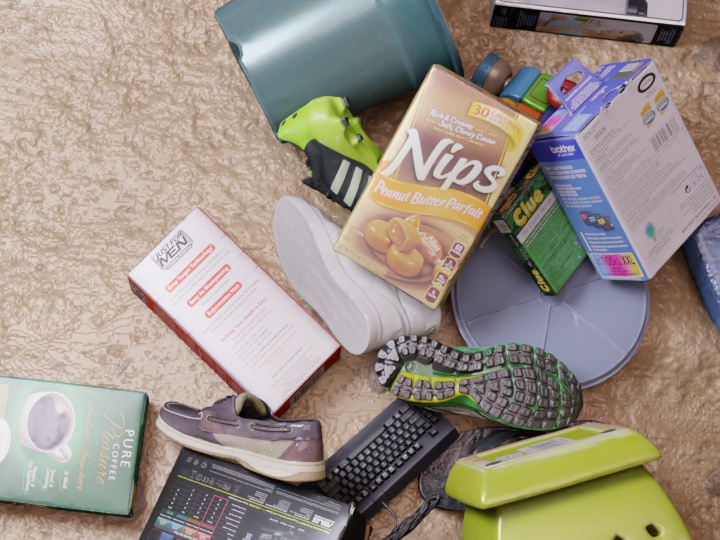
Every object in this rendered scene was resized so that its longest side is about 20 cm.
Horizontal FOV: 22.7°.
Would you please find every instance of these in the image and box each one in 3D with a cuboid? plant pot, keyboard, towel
[{"bbox_3d":[-0.027,-0.234,1.778,0.195,0.200,0.201,-28,77,-1],"label":"plant pot"},{"bbox_3d":[0.187,0.242,1.622,0.198,0.200,0.183,-15,89,-8],"label":"plant pot"},{"bbox_3d":[0.013,0.212,1.714,0.200,0.021,0.127,-42,57,-11],"label":"keyboard"},{"bbox_3d":[0.400,0.033,1.783,0.111,0.049,0.201,-21,77,-8],"label":"towel"}]

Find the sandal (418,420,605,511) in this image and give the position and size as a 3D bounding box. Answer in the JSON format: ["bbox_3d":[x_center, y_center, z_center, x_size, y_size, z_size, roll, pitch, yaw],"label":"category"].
[{"bbox_3d":[0.152,0.180,1.734,0.199,0.048,0.076,-12,75,-5],"label":"sandal"}]

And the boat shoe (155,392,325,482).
[{"bbox_3d":[-0.109,0.146,1.684,0.199,0.072,0.065,14,96,40],"label":"boat shoe"}]

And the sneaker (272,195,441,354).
[{"bbox_3d":[0.000,0.000,1.775,0.115,0.074,0.200,-8,50,-35],"label":"sneaker"}]

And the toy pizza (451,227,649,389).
[{"bbox_3d":[0.188,0.027,1.782,0.199,0.032,0.201,2,69,-4],"label":"toy pizza"}]

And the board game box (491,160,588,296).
[{"bbox_3d":[0.213,-0.081,1.766,0.200,0.023,0.105,-50,119,-27],"label":"board game box"}]

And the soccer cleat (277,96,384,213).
[{"bbox_3d":[-0.006,-0.089,1.761,0.081,0.200,0.068,-20,37,24],"label":"soccer cleat"}]

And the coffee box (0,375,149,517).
[{"bbox_3d":[-0.308,0.167,1.724,0.199,0.044,0.124,5,75,0],"label":"coffee box"}]

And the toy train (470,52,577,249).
[{"bbox_3d":[0.128,-0.125,1.794,0.115,0.085,0.200,31,66,18],"label":"toy train"}]

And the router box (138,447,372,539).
[{"bbox_3d":[-0.107,0.266,1.654,0.199,0.062,0.150,16,68,27],"label":"router box"}]

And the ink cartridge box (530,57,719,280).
[{"bbox_3d":[0.250,-0.110,1.733,0.136,0.076,0.201,-43,116,-30],"label":"ink cartridge box"}]

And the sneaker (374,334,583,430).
[{"bbox_3d":[0.115,0.105,1.715,0.199,0.085,0.079,13,80,7],"label":"sneaker"}]

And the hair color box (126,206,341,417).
[{"bbox_3d":[-0.123,0.045,1.756,0.200,0.061,0.101,44,78,8],"label":"hair color box"}]

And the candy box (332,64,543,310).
[{"bbox_3d":[0.073,-0.079,1.688,0.115,0.055,0.201,30,101,6],"label":"candy box"}]

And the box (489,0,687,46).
[{"bbox_3d":[0.239,-0.306,1.865,0.199,0.060,0.117,7,75,0],"label":"box"}]
